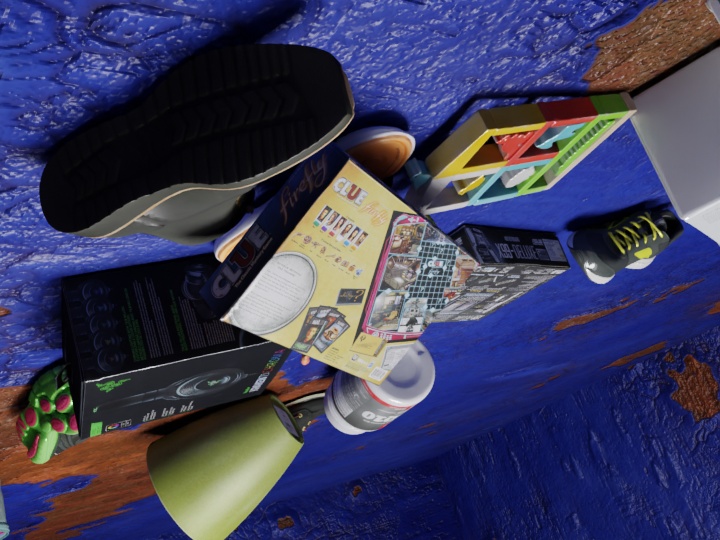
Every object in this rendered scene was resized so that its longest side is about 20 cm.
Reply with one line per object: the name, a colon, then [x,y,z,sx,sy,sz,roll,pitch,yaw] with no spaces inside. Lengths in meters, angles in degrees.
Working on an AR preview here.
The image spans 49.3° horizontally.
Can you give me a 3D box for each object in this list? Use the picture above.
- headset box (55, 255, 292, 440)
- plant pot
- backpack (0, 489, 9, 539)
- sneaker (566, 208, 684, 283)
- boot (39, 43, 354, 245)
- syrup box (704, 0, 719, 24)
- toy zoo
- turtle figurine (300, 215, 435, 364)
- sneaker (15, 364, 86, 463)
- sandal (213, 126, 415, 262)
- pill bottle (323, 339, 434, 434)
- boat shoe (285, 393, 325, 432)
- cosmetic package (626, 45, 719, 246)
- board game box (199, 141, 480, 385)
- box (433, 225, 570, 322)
headset box: [-0.178,0.069,0.719,0.198,0.093,0.174,-10,158,-26]
plant pot: [-0.192,0.288,1.213,0.199,0.188,0.187,-35,160,2]
backpack: [-0.555,0.339,0.999,0.175,0.154,0.200,-29,166,11]
sneaker: [0.333,-0.043,0.982,0.199,0.075,0.085,-14,157,-45]
boot: [-0.078,-0.069,0.493,0.198,0.078,0.138,-14,169,21]
syrup box: [0.332,-0.208,0.492,0.081,0.079,0.200,-8,158,-31]
toy zoo: [0.122,-0.095,0.662,0.199,0.021,0.131,-13,160,-31]
turtle figurine: [0.000,0.000,0.731,0.161,0.065,0.200,-35,-170,12]
sneaker: [-0.310,0.145,0.852,0.084,0.077,0.200,-26,174,-47]
sandal: [-0.032,-0.039,0.621,0.206,0.060,0.079,-33,158,31]
pill bottle: [0.021,0.175,1.179,0.113,0.115,0.200,-10,159,-27]
boat shoe: [-0.119,0.258,1.352,0.200,0.064,0.074,-12,158,-26]
cosmetic package: [0.370,-0.127,0.687,0.199,0.124,0.199,-30,160,27]
board game box: [-0.004,0.004,0.581,0.136,0.035,0.200,-50,142,6]
box: [0.134,0.010,0.938,0.199,0.050,0.157,1,153,-46]
